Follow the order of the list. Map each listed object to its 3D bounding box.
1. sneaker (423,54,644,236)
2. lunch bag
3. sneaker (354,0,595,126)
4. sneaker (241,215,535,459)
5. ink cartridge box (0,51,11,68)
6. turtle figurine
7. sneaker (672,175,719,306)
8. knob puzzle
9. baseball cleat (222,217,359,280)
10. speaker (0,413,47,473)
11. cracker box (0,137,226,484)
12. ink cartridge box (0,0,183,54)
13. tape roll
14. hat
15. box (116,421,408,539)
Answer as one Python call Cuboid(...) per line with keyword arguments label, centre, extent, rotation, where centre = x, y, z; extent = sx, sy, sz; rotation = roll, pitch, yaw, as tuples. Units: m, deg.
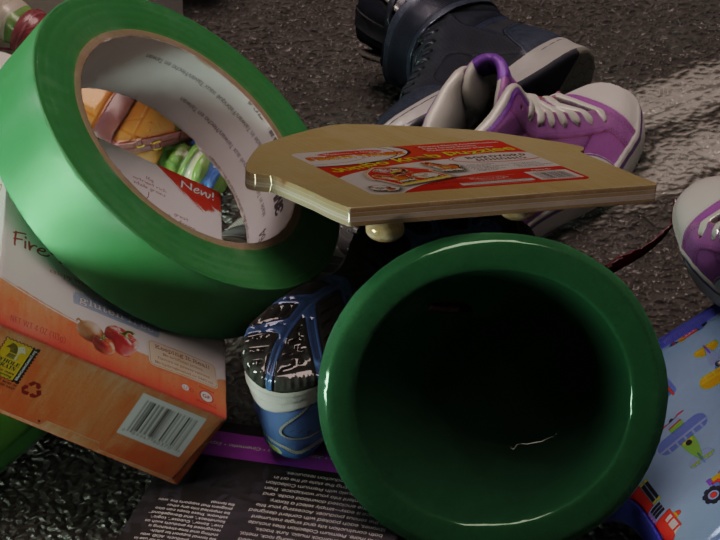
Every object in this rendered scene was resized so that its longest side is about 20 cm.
Cuboid(label="sneaker", centre=(0.105, -0.088, 1.654), extent=(0.073, 0.114, 0.200), rotation=(18, 39, 32))
Cuboid(label="lunch bag", centre=(0.210, 0.084, 1.443), extent=(0.200, 0.094, 0.151), rotation=(-23, 40, -10))
Cuboid(label="sneaker", centre=(0.031, -0.121, 1.740), extent=(0.146, 0.077, 0.202), rotation=(33, 38, 26))
Cuboid(label="sneaker", centre=(0.014, 0.027, 1.475), extent=(0.200, 0.077, 0.076), rotation=(-31, 51, -31))
Cuboid(label="ink cartridge box", centre=(-0.304, -0.089, 1.573), extent=(0.200, 0.067, 0.117), rotation=(14, 43, 3))
Cuboid(label="turtle figurine", centre=(-0.177, -0.096, 1.657), extent=(0.194, 0.144, 0.200), rotation=(29, 38, 11))
Cuboid(label="sneaker", centre=(0.213, -0.021, 1.414), extent=(0.073, 0.114, 0.200), rotation=(-37, 38, -6))
Cuboid(label="knob puzzle", centre=(0.030, -0.046, 1.470), extent=(0.220, 0.030, 0.220), rotation=(1, 14, 0))
Cuboid(label="baseball cleat", centre=(0.000, 0.000, 1.586), extent=(0.200, 0.070, 0.106), rotation=(17, 43, 26))
Cuboid(label="speaker", centre=(-0.223, 0.079, 1.485), extent=(0.088, 0.088, 0.200), rotation=(18, 40, 29))
Cuboid(label="cracker box", centre=(-0.142, 0.008, 1.480), extent=(0.134, 0.058, 0.200), rotation=(24, 32, -21))
Cuboid(label="ink cartridge box", centre=(-0.226, -0.171, 1.802), extent=(0.200, 0.125, 0.129), rotation=(5, 34, 9))
Cuboid(label="tape roll", centre=(-0.104, -0.057, 1.484), extent=(0.200, 0.048, 0.200), rotation=(30, 35, -24))
Cuboid(label="hat", centre=(0.078, 0.052, 1.468), extent=(0.200, 0.166, 0.176), rotation=(0, 7, 0))
Cuboid(label="box", centre=(-0.055, 0.153, 1.405), extent=(0.143, 0.036, 0.200), rotation=(7, 35, 17))
